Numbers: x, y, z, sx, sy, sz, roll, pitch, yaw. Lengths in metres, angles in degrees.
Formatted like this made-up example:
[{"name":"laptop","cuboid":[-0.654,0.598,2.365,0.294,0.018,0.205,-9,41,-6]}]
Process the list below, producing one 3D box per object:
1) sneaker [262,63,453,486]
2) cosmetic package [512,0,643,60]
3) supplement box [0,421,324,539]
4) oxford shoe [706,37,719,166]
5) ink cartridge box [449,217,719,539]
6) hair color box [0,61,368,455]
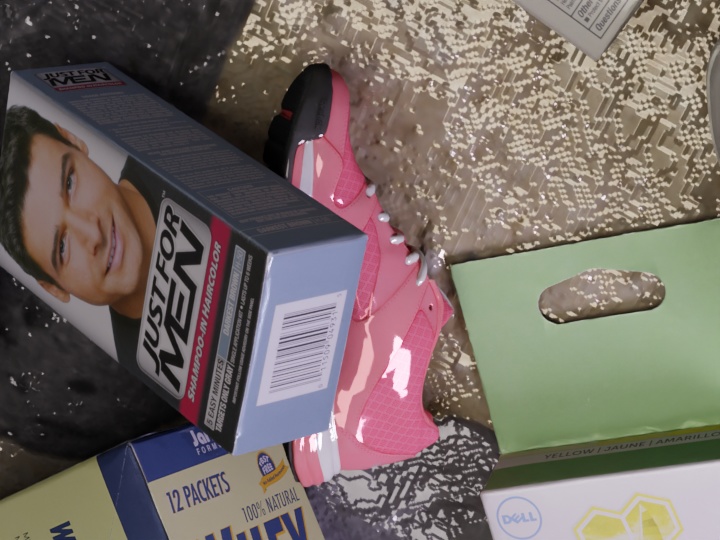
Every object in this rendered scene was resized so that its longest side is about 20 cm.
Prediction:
[{"name":"sneaker","cuboid":[0.000,0.000,0.970,0.086,0.074,0.202,-4,106,-9]},{"name":"cosmetic package","cuboid":[0.054,-0.192,0.861,0.199,0.071,0.105,38,117,1]},{"name":"supplement box","cuboid":[-0.117,0.197,1.011,0.199,0.134,0.202,-26,84,26]},{"name":"oxford shoe","cuboid":[0.200,-0.013,0.892,0.075,0.058,0.202,-12,105,25]},{"name":"ink cartridge box","cuboid":[0.126,0.087,0.963,0.144,0.048,0.202,-10,110,22]},{"name":"hair color box","cuboid":[-0.089,-0.011,0.936,0.199,0.060,0.100,34,123,39]}]
